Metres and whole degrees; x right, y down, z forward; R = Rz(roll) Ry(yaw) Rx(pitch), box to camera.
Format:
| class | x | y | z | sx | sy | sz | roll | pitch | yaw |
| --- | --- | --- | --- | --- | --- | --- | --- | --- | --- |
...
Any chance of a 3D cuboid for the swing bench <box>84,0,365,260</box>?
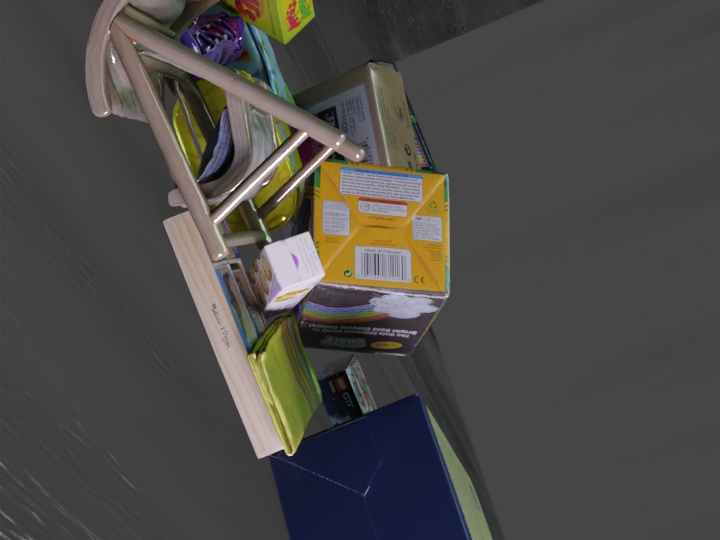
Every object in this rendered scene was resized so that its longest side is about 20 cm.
| class | x | y | z | sx | sy | sz | roll | pitch | yaw |
| --- | --- | --- | --- | --- | --- | --- | --- | --- | --- |
| swing bench | -0.113 | -0.125 | 1.086 | 0.200 | 0.130 | 0.199 | 47 | 6 | 2 |

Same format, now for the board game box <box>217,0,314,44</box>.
| class | x | y | z | sx | sy | sz | roll | pitch | yaw |
| --- | --- | --- | --- | --- | --- | --- | --- | --- | --- |
| board game box | -0.139 | -0.309 | 1.362 | 0.200 | 0.048 | 0.102 | 33 | -24 | 23 |

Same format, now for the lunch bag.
| class | x | y | z | sx | sy | sz | roll | pitch | yaw |
| --- | --- | --- | --- | --- | --- | --- | --- | --- | --- |
| lunch bag | -0.138 | -0.242 | 1.560 | 0.161 | 0.082 | 0.200 | 9 | 60 | -82 |

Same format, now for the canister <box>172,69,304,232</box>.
| class | x | y | z | sx | sy | sz | roll | pitch | yaw |
| --- | --- | --- | --- | --- | --- | --- | --- | --- | --- |
| canister | -0.109 | -0.114 | 1.342 | 0.200 | 0.086 | 0.149 | -82 | 150 | -82 |

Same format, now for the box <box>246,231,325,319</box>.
| class | x | y | z | sx | sy | sz | roll | pitch | yaw |
| --- | --- | --- | --- | --- | --- | --- | --- | --- | --- |
| box | -0.069 | 0.008 | 1.190 | 0.200 | 0.039 | 0.042 | 141 | -71 | -76 |

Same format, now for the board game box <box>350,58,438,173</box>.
| class | x | y | z | sx | sy | sz | roll | pitch | yaw |
| --- | --- | --- | --- | --- | --- | --- | --- | --- | --- |
| board game box | -0.019 | -0.136 | 1.704 | 0.057 | 0.200 | 0.166 | -6 | 71 | -57 |

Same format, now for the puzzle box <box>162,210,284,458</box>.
| class | x | y | z | sx | sy | sz | roll | pitch | yaw |
| --- | --- | --- | --- | --- | --- | --- | --- | --- | --- |
| puzzle box | -0.098 | 0.047 | 1.142 | 0.133 | 0.025 | 0.200 | -29 | 97 | -85 |

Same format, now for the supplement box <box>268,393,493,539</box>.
| class | x | y | z | sx | sy | sz | roll | pitch | yaw |
| --- | --- | --- | --- | --- | --- | --- | --- | --- | --- |
| supplement box | 0.039 | 0.245 | 1.142 | 0.200 | 0.134 | 0.200 | 60 | 10 | -55 |

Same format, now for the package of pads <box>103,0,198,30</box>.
| class | x | y | z | sx | sy | sz | roll | pitch | yaw |
| --- | --- | --- | --- | --- | --- | --- | --- | --- | --- |
| package of pads | -0.201 | -0.302 | 1.223 | 0.121 | 0.076 | 0.200 | 66 | 5 | -48 |

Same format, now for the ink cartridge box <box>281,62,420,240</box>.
| class | x | y | z | sx | sy | sz | roll | pitch | yaw |
| --- | --- | --- | --- | --- | --- | --- | --- | --- | --- |
| ink cartridge box | -0.018 | -0.115 | 1.617 | 0.075 | 0.165 | 0.200 | 8 | 67 | -56 |

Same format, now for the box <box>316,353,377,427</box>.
| class | x | y | z | sx | sy | sz | roll | pitch | yaw |
| --- | --- | --- | --- | --- | --- | --- | --- | --- | --- |
| box | 0.010 | 0.197 | 1.542 | 0.137 | 0.038 | 0.200 | -43 | 112 | -84 |

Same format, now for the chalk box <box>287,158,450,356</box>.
| class | x | y | z | sx | sy | sz | roll | pitch | yaw |
| --- | --- | --- | --- | --- | --- | --- | --- | --- | --- |
| chalk box | 0.000 | 0.000 | 1.301 | 0.200 | 0.125 | 0.124 | 119 | -25 | -64 |

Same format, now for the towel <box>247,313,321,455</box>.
| class | x | y | z | sx | sy | sz | roll | pitch | yaw |
| --- | --- | --- | --- | --- | --- | --- | --- | --- | --- |
| towel | -0.058 | 0.088 | 1.153 | 0.200 | 0.018 | 0.086 | -61 | 129 | -83 |

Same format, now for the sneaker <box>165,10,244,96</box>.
| class | x | y | z | sx | sy | sz | roll | pitch | yaw |
| --- | --- | --- | --- | --- | --- | --- | --- | --- | --- |
| sneaker | -0.153 | -0.221 | 1.341 | 0.200 | 0.083 | 0.081 | -84 | 152 | -76 |
